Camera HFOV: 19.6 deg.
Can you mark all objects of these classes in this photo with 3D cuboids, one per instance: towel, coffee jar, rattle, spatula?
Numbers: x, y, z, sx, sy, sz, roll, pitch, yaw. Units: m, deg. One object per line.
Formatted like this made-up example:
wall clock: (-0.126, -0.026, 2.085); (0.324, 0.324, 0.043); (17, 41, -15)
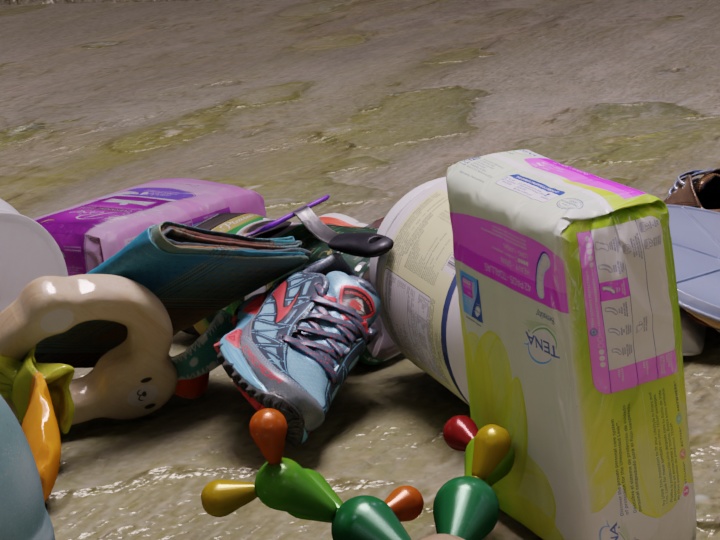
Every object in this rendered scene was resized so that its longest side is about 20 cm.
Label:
towel: (-0.150, 0.020, 1.389); (0.200, 0.022, 0.147); (-29, -21, 34)
coffee jar: (-0.049, 0.010, 1.519); (0.200, 0.085, 0.104); (8, 26, 38)
rattle: (-0.138, 0.085, 1.317); (0.200, 0.130, 0.143); (26, 12, -45)
spatula: (-0.023, -0.028, 1.418); (0.056, 0.021, 0.200); (-28, 20, -18)

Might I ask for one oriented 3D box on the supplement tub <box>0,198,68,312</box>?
supplement tub: (-0.315, 0.008, 1.487); (0.200, 0.145, 0.144); (11, 21, 44)

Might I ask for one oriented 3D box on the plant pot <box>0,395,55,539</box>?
plant pot: (-0.273, 0.100, 1.138); (0.200, 0.134, 0.200); (-4, 15, 1)

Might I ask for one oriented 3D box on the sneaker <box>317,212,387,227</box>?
sneaker: (0.000, 0.000, 1.597); (0.082, 0.077, 0.200); (-27, 13, -33)

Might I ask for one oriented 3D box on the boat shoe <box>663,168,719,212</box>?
boat shoe: (0.280, -0.044, 1.662); (0.072, 0.073, 0.200); (-15, 18, -37)

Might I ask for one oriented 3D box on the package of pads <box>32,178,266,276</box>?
package of pads: (-0.183, -0.021, 1.703); (0.120, 0.076, 0.200); (4, 16, 38)

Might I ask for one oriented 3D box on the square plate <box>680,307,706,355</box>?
square plate: (0.155, 0.024, 1.527); (0.200, 0.028, 0.198); (0, 15, 13)

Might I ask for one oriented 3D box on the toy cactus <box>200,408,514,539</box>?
toy cactus: (0.020, 0.129, 1.042); (0.200, 0.102, 0.165); (-12, 29, -38)

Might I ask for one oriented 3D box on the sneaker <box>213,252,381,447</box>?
sneaker: (-0.034, 0.037, 1.332); (0.095, 0.079, 0.200); (-39, 16, 11)

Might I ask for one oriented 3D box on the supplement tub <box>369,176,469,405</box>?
supplement tub: (0.094, 0.016, 1.338); (0.145, 0.145, 0.200); (-8, 15, -16)

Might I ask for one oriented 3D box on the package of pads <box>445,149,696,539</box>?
package of pads: (0.111, 0.047, 1.101); (0.068, 0.200, 0.154); (-13, 17, -19)

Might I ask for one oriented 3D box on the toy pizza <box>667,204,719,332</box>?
toy pizza: (0.264, 0.008, 1.483); (0.200, 0.032, 0.200); (13, 23, -6)
